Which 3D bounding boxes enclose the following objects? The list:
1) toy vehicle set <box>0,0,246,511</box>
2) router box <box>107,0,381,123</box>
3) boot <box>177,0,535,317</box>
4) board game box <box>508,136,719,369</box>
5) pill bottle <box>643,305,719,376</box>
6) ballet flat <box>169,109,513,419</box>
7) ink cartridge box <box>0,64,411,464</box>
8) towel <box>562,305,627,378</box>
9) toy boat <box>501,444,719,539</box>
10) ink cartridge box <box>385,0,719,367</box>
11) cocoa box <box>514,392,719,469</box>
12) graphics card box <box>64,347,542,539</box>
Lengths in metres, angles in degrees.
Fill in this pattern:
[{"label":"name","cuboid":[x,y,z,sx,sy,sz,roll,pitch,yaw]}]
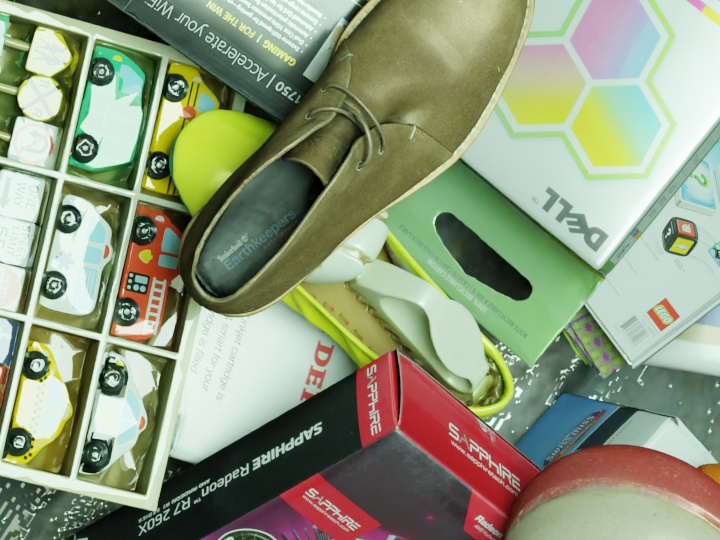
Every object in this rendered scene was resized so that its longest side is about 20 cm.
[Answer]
[{"label":"toy vehicle set","cuboid":[-0.129,-0.007,1.309,0.124,0.026,0.201,13,85,-17]},{"label":"router box","cuboid":[-0.033,-0.152,1.286,0.200,0.051,0.150,35,93,-13]},{"label":"boot","cuboid":[0.001,-0.057,1.243,0.074,0.075,0.200,42,90,0]},{"label":"board game box","cuboid":[0.115,-0.072,1.368,0.126,0.035,0.200,-37,82,8]},{"label":"pill bottle","cuboid":[0.181,-0.049,1.451,0.110,0.111,0.201,9,89,-17]},{"label":"ballet flat","cuboid":[0.000,0.000,1.321,0.200,0.067,0.067,47,66,-28]},{"label":"ink cartridge box","cuboid":[-0.095,0.007,1.379,0.199,0.084,0.146,19,86,-17]},{"label":"towel","cuboid":[0.113,-0.069,1.398,0.143,0.023,0.201,-34,82,8]},{"label":"toy boat","cuboid":[0.150,0.140,1.314,0.200,0.130,0.131,43,41,-29]},{"label":"ink cartridge box","cuboid":[0.097,-0.067,1.322,0.104,0.059,0.200,40,95,10]},{"label":"cocoa box","cuboid":[0.097,0.176,1.421,0.200,0.131,0.133,-46,106,-11]},{"label":"graphics card box","cuboid":[-0.023,0.125,1.349,0.199,0.051,0.125,-29,132,25]}]
